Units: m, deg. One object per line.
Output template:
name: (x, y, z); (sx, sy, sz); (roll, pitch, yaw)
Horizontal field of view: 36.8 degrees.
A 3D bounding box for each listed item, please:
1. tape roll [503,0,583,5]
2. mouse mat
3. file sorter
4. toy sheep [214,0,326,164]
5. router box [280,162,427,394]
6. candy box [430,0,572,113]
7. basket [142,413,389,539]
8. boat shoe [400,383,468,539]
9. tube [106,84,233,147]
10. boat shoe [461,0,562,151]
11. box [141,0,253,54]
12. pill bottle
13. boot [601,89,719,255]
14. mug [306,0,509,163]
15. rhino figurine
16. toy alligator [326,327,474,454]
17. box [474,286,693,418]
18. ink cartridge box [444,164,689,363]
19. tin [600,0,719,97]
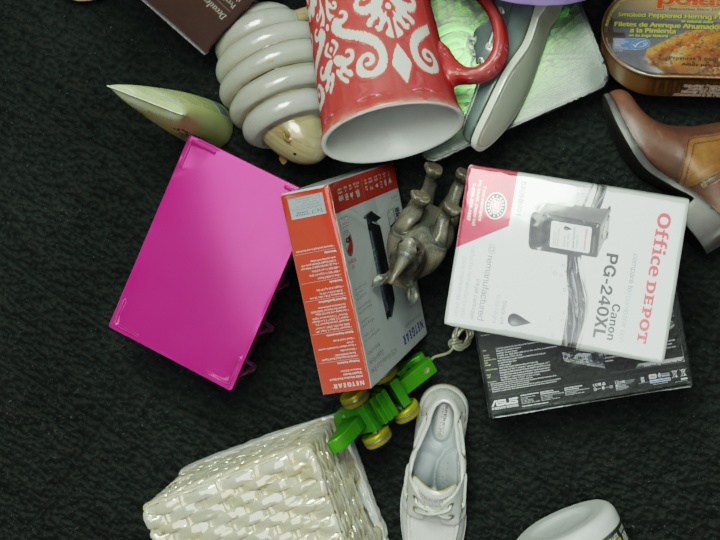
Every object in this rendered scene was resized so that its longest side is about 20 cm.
tape roll: (0.140, -0.322, 0.937); (0.197, 0.201, 0.086); (18, 137, 7)
mouse mat: (0.123, -0.215, 1.043); (0.197, 0.008, 0.163); (-23, 90, 12)
file sorter: (-0.133, -0.009, 1.088); (0.137, 0.125, 0.203); (25, 95, 8)
toy sheep: (-0.080, -0.197, 1.073); (0.136, 0.138, 0.203); (-24, 75, 9)
router box: (0.000, 0.000, 1.021); (0.048, 0.200, 0.183); (-9, 98, 20)
candy box: (0.129, -0.265, 1.070); (0.115, 0.056, 0.203); (-15, 92, 9)
basket: (-0.083, 0.274, 1.078); (0.197, 0.161, 0.201); (-20, 89, 7)
boat shoe: (0.074, 0.220, 1.095); (0.069, 0.069, 0.204); (2, 94, 7)
tube: (-0.176, -0.151, 1.049); (0.057, 0.200, 0.053); (-21, 87, 8)
boat shoe: (0.135, -0.211, 1.009); (0.061, 0.073, 0.203); (26, 96, 22)
box: (-0.160, -0.357, 1.025); (0.200, 0.164, 0.166); (-45, 45, 9)
pill bottle: (0.238, 0.339, 1.055); (0.111, 0.112, 0.203); (-25, 89, 9)
boot: (0.355, -0.147, 1.037); (0.199, 0.068, 0.189); (-39, 80, 5)
mug: (0.032, -0.220, 0.994); (0.174, 0.134, 0.204); (-8, 75, -11)
rhino figurine: (0.056, -0.030, 1.010); (0.059, 0.200, 0.088); (26, 120, 3)
toy alligator: (0.034, 0.117, 1.091); (0.199, 0.054, 0.060); (-38, 106, -25)
box: (0.208, 0.043, 1.057); (0.196, 0.086, 0.167); (-11, 90, 9)
ink cartridge box: (0.185, -0.007, 0.973); (0.196, 0.083, 0.148); (9, 92, 9)
tin: (0.328, -0.218, 1.028); (0.196, 0.042, 0.114); (4, 66, 9)
